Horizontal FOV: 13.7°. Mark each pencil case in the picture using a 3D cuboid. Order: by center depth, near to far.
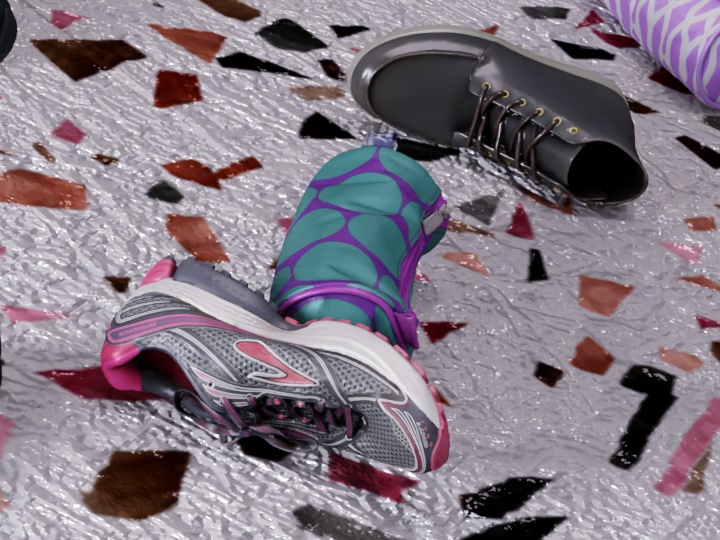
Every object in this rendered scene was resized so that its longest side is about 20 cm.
[{"bbox_3d":[0.000,0.000,1.720,0.092,0.085,0.200,-7,26,12],"label":"pencil case"},{"bbox_3d":[0.239,-0.196,2.202,0.084,0.086,0.200,-3,34,-27],"label":"pencil case"}]

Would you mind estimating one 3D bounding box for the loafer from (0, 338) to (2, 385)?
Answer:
[{"bbox_3d":[-0.250,0.054,1.511,0.073,0.071,0.200,24,29,17],"label":"loafer"}]

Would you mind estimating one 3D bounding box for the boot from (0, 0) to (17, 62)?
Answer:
[{"bbox_3d":[-0.333,-0.201,1.928,0.200,0.077,0.168,4,32,-34],"label":"boot"}]

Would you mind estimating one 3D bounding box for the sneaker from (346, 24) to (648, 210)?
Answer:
[{"bbox_3d":[0.094,-0.102,1.963,0.200,0.075,0.106,9,26,-14],"label":"sneaker"}]

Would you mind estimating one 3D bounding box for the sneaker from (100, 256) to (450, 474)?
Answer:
[{"bbox_3d":[-0.044,0.066,1.599,0.200,0.081,0.075,21,49,20],"label":"sneaker"}]
